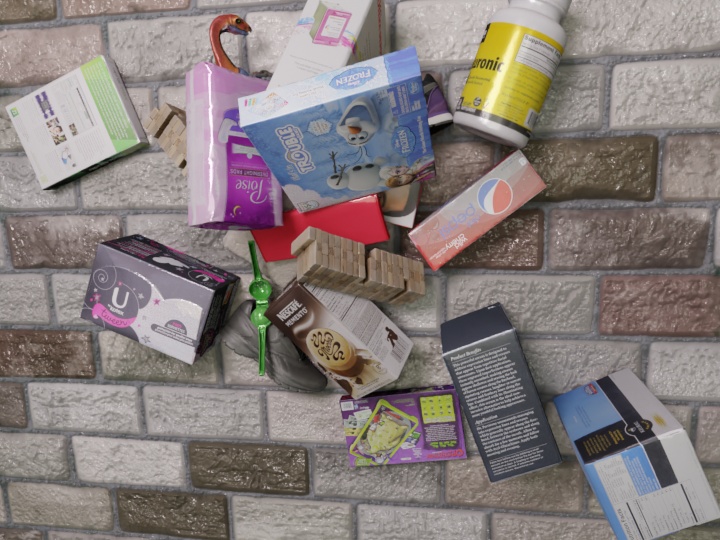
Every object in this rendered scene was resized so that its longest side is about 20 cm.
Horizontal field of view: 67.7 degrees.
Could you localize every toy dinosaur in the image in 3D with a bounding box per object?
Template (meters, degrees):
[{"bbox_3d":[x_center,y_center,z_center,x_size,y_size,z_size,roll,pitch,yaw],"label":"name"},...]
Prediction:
[{"bbox_3d":[-0.169,-0.260,0.771,0.103,0.202,0.183,-18,132,0],"label":"toy dinosaur"}]

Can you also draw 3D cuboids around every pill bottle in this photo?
[{"bbox_3d":[0.210,-0.280,0.727,0.110,0.111,0.203,21,102,4],"label":"pill bottle"}]

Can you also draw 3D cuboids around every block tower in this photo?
[{"bbox_3d":[0.000,0.000,0.760,0.197,0.059,0.054,17,147,-31],"label":"block tower"},{"bbox_3d":[-0.245,-0.170,0.810,0.054,0.058,0.200,-47,73,16],"label":"block tower"}]

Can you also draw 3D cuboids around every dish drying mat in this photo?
[{"bbox_3d":[-0.061,-0.059,0.770,0.196,0.018,0.078,-9,127,16],"label":"dish drying mat"}]

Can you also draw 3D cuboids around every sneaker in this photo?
[{"bbox_3d":[0.041,-0.224,0.741,0.075,0.198,0.089,-17,94,50],"label":"sneaker"},{"bbox_3d":[-0.131,0.124,0.872,0.198,0.076,0.091,34,95,-2],"label":"sneaker"}]

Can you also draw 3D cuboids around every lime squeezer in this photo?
[{"bbox_3d":[-0.152,0.055,0.830,0.037,0.070,0.204,-4,94,-18],"label":"lime squeezer"}]

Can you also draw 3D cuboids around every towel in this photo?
[{"bbox_3d":[-0.116,-0.065,0.812,0.132,0.035,0.200,37,125,-10],"label":"towel"}]

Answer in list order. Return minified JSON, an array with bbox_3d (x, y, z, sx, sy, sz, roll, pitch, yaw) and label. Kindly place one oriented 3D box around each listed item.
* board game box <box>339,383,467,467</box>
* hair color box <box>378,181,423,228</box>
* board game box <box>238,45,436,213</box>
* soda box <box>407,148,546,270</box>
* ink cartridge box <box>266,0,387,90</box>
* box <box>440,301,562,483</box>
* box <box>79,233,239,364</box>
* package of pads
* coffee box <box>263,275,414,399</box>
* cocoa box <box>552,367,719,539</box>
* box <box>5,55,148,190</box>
[{"bbox_3d":[0.070,0.257,0.887,0.196,0.032,0.122,-8,95,10],"label":"board game box"},{"bbox_3d":[-0.005,-0.140,0.803,0.196,0.061,0.103,13,110,5],"label":"hair color box"},{"bbox_3d":[-0.015,-0.153,0.641,0.195,0.200,0.044,-13,67,9],"label":"board game box"},{"bbox_3d":[0.168,-0.088,0.792,0.199,0.063,0.070,-37,92,13],"label":"soda box"},{"bbox_3d":[-0.036,-0.269,0.712,0.083,0.145,0.203,20,76,9],"label":"ink cartridge box"},{"bbox_3d":[0.200,0.172,0.790,0.105,0.148,0.203,-20,96,11],"label":"box"},{"bbox_3d":[-0.319,0.043,0.861,0.197,0.115,0.134,22,102,4],"label":"box"},{"bbox_3d":[-0.165,-0.155,0.700,0.075,0.119,0.204,2,93,46],"label":"package of pads"},{"bbox_3d":[-0.033,0.088,0.810,0.200,0.080,0.113,44,135,-9],"label":"coffee box"},{"bbox_3d":[0.372,0.252,0.752,0.130,0.200,0.135,-26,96,12],"label":"cocoa box"},{"bbox_3d":[-0.461,-0.236,0.873,0.197,0.036,0.147,-20,97,13],"label":"box"}]
